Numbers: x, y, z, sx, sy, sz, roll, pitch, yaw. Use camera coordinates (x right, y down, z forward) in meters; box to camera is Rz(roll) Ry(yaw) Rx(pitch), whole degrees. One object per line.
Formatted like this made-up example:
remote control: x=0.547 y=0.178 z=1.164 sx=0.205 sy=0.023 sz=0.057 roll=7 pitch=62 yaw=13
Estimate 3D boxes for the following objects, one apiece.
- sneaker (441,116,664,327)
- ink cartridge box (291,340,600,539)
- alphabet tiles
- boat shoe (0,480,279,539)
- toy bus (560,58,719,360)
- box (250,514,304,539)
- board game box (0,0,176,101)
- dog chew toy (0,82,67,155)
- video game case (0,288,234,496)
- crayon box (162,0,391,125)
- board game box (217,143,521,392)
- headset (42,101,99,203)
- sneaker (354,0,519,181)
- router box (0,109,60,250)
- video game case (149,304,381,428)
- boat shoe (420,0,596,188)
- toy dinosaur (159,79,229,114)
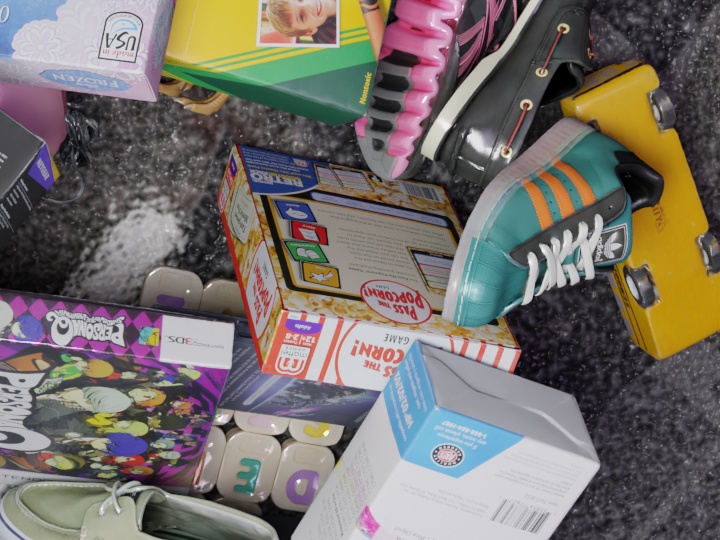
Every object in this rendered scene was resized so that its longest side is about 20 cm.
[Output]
sneaker: x=0.119 y=-0.024 z=1.143 sx=0.079 sy=0.200 sz=0.072 roll=24 pitch=132 yaw=19
ink cartridge box: x=0.037 y=0.151 z=1.127 sx=0.114 sy=0.068 sz=0.201 roll=20 pitch=117 yaw=-23
alphabet tiles: x=-0.106 y=0.100 z=1.280 sx=0.198 sy=0.015 sz=0.197 roll=12 pitch=102 yaw=-19
boat shoe: x=-0.133 y=0.158 z=1.179 sx=0.198 sy=0.072 sz=0.063 roll=12 pitch=124 yaw=15
toy bus: x=0.189 y=-0.042 z=1.291 sx=0.065 sy=0.078 sz=0.201 roll=-26 pitch=111 yaw=-7
box: x=-0.087 y=0.262 z=1.221 sx=0.195 sy=0.201 sz=0.125 roll=6 pitch=122 yaw=-18
board game box: x=-0.192 y=-0.204 z=1.066 sx=0.198 sy=0.043 sz=0.201 roll=7 pitch=74 yaw=7
dog chew toy: x=-0.273 y=-0.103 z=1.122 sx=0.198 sy=0.125 sz=0.126 roll=-7 pitch=107 yaw=-6
video game case: x=-0.179 y=0.079 z=1.159 sx=0.179 sy=0.200 sz=0.036 roll=8 pitch=59 yaw=-11
crayon box: x=-0.062 y=-0.208 z=1.152 sx=0.171 sy=0.058 sz=0.202 roll=15 pitch=82 yaw=-20
board game box: x=0.000 y=0.000 z=1.181 sx=0.150 sy=0.201 sz=0.047 roll=11 pitch=118 yaw=-18
headset: x=-0.237 y=-0.038 z=1.028 sx=0.198 sy=0.094 sz=0.124 roll=-18 pitch=79 yaw=-20
sneaker: x=0.062 y=-0.149 z=1.235 sx=0.095 sy=0.079 sz=0.202 roll=6 pitch=109 yaw=-39
router box: x=-0.280 y=-0.052 z=0.980 sx=0.199 sy=0.052 sz=0.158 roll=36 pitch=77 yaw=10
video game case: x=-0.054 y=0.064 z=1.211 sx=0.198 sy=0.143 sz=0.019 roll=9 pitch=68 yaw=-19
boat shoe: x=0.116 y=-0.133 z=1.219 sx=0.063 sy=0.074 sz=0.202 roll=31 pitch=65 yaw=8
toy dinosaur: x=-0.084 y=-0.151 z=1.191 sx=0.199 sy=0.060 sz=0.107 roll=20 pitch=97 yaw=-21
